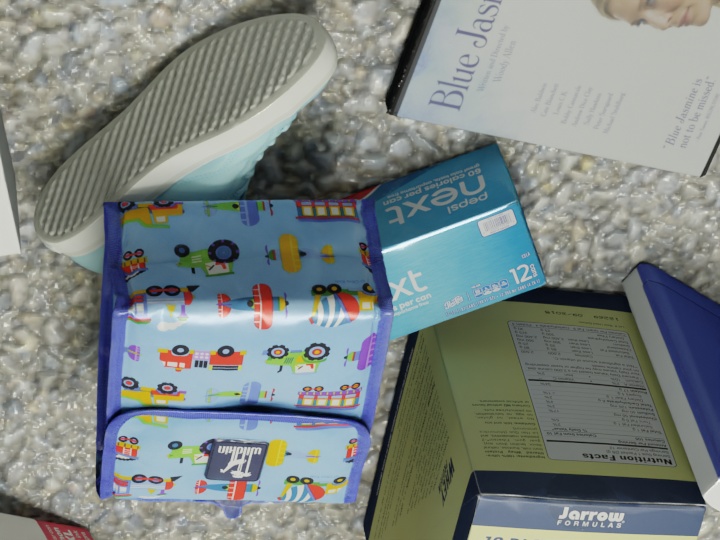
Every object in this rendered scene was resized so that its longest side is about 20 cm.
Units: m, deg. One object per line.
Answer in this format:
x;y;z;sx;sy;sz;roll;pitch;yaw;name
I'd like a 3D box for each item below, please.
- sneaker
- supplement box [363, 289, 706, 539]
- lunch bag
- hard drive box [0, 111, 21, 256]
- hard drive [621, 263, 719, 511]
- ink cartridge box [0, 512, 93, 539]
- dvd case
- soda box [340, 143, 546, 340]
-0.085;-0.067;1.514;0.200;0.074;0.082;-33;141;17;sneaker
0.096;0.147;1.610;0.134;0.200;0.200;4;124;-12;supplement box
-0.070;0.062;1.517;0.150;0.094;0.200;-1;133;-9;lunch bag
-0.294;-0.074;1.458;0.199;0.077;0.156;-11;127;-3;hard drive box
0.229;0.087;1.591;0.132;0.200;0.025;29;116;-27;hard drive
-0.261;0.216;1.626;0.200;0.084;0.145;18;118;-45;ink cartridge box
0.128;-0.131;1.530;0.199;0.018;0.143;10;123;-17;dvd case
0.000;0.000;1.569;0.200;0.068;0.064;-19;124;4;soda box
